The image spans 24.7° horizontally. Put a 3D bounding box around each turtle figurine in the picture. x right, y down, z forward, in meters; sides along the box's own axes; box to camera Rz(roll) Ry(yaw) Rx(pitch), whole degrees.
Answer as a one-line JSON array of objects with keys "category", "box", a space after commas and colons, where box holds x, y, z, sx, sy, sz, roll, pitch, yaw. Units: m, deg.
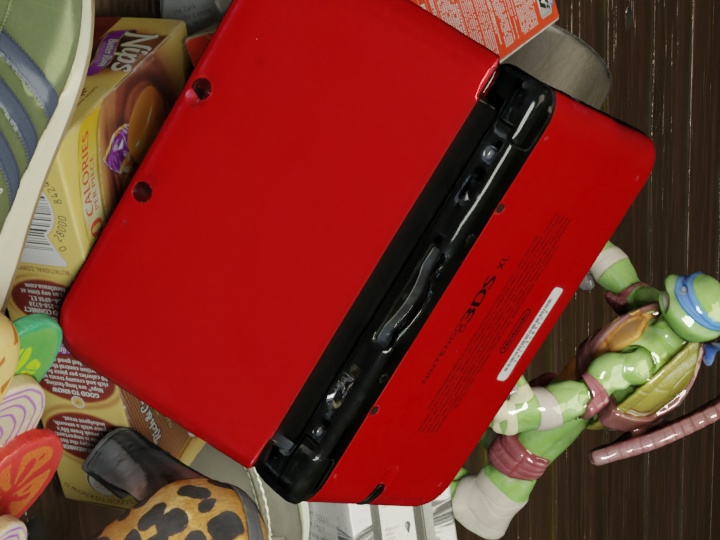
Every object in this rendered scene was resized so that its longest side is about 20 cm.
[{"category": "turtle figurine", "box": [0.094, 0.041, 0.900, 0.194, 0.200, 0.144, -56, -150, 37]}]

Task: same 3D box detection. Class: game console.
[{"category": "game console", "box": [0.002, -0.012, 0.704, 0.172, 0.119, 0.200, 14, 112, -54]}]

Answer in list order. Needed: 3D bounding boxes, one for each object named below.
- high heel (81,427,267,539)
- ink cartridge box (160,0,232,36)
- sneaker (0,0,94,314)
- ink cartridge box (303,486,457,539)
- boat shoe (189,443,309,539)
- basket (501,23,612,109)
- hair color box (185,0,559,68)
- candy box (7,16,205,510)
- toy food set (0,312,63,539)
[{"category": "high heel", "box": [-0.115, 0.165, 0.661, 0.071, 0.142, 0.200, 34, 82, -32]}, {"category": "ink cartridge box", "box": [-0.058, -0.176, 0.864, 0.163, 0.057, 0.200, -46, 116, -53]}, {"category": "sneaker", "box": [-0.157, -0.064, 0.616, 0.090, 0.067, 0.201, 26, 75, -71]}, {"category": "ink cartridge box", "box": [-0.004, 0.138, 0.909, 0.068, 0.116, 0.201, -13, 102, -28]}, {"category": "boat shoe", "box": [-0.069, 0.164, 0.877, 0.060, 0.072, 0.202, -54, 147, -56]}, {"category": "basket", "box": [0.048, -0.041, 1.006, 0.136, 0.180, 0.200, 28, 76, -21]}, {"category": "hair color box", "box": [0.013, -0.118, 0.802, 0.200, 0.111, 0.064, -40, 116, -61]}, {"category": "candy box", "box": [-0.110, -0.001, 0.759, 0.117, 0.056, 0.200, -54, 142, -48]}, {"category": "toy food set", "box": [-0.168, 0.101, 0.591, 0.200, 0.049, 0.198, -64, 169, -5]}]
